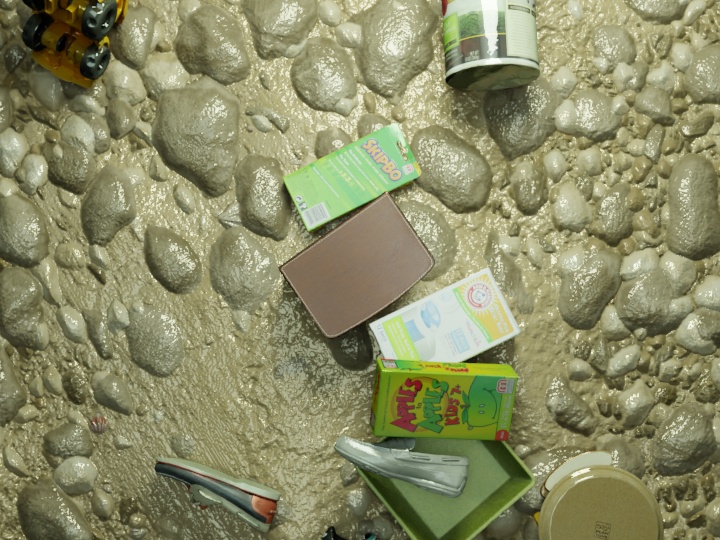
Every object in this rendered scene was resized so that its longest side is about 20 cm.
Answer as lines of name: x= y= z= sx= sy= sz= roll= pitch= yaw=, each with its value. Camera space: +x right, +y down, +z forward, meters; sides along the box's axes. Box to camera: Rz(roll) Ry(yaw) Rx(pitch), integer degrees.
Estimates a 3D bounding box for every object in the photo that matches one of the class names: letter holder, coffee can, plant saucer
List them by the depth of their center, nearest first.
plant saucer: x=0.125 y=0.302 z=1.681 sx=0.199 sy=0.048 sz=0.200 roll=-40 pitch=83 yaw=-2
letter holder: x=0.000 y=0.000 z=1.695 sx=0.199 sy=0.101 sz=0.143 roll=-35 pitch=85 yaw=-1
coffee can: x=0.195 y=-0.389 z=1.703 sx=0.145 sy=0.146 sz=0.202 roll=-3 pitch=84 yaw=3

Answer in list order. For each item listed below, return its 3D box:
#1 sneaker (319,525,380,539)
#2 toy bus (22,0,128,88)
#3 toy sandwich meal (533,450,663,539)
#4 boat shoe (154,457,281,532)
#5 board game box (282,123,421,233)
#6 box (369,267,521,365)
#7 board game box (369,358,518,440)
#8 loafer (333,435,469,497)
sneaker: x=0.029 y=0.436 z=1.659 sx=0.199 sy=0.071 sz=0.080 roll=14 pitch=89 yaw=6
toy bus: x=-0.421 y=-0.417 z=1.745 sx=0.135 sy=0.201 sz=0.192 roll=26 pitch=50 yaw=5
toy sandwich meal: x=0.346 y=0.372 z=1.656 sx=0.204 sy=0.070 sz=0.207 roll=0 pitch=87 yaw=0
boat shoe: x=-0.220 y=0.333 z=1.687 sx=0.199 sy=0.071 sz=0.063 roll=19 pitch=88 yaw=1
board game box: x=-0.012 y=-0.145 z=1.747 sx=0.199 sy=0.030 sz=0.096 roll=-26 pitch=84 yaw=3
box: x=0.125 y=0.089 z=1.677 sx=0.199 sy=0.101 sz=0.113 roll=-25 pitch=84 yaw=0
board game box: x=0.118 y=0.186 z=1.610 sx=0.198 sy=0.048 sz=0.102 roll=3 pitch=108 yaw=-10
loafer: x=0.061 y=0.271 z=1.633 sx=0.199 sy=0.070 sz=0.070 roll=18 pitch=80 yaw=-3
